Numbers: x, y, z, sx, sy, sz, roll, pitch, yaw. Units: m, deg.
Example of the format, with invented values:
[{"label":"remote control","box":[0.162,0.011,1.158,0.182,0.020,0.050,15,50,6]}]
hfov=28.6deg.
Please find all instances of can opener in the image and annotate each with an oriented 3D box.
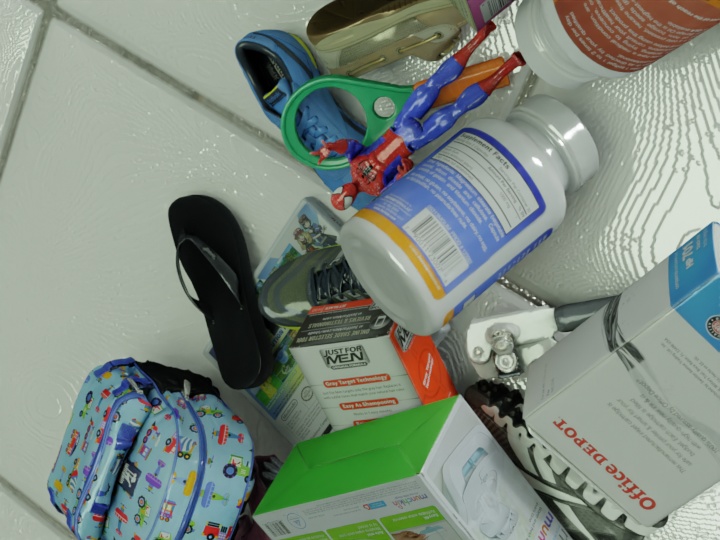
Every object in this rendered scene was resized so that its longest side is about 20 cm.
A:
[{"label":"can opener","box":[0.181,0.048,1.168,0.199,0.066,0.053,-12,95,22]}]

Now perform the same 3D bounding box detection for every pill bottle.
[{"label":"pill bottle","box":[0.205,-0.211,1.045,0.200,0.112,0.113,-29,84,54]},{"label":"pill bottle","box":[0.090,-0.050,1.118,0.200,0.112,0.112,-39,70,-17]}]

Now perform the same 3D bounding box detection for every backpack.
[{"label":"backpack","box":[-0.185,0.189,1.292,0.200,0.134,0.184,33,101,59]}]

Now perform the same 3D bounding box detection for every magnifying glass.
[{"label":"magnifying glass","box":[0.028,-0.141,1.199,0.199,0.022,0.080,-15,105,12]}]

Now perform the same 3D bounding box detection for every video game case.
[{"label":"video game case","box":[-0.037,0.065,1.310,0.182,0.022,0.200,43,117,16]}]

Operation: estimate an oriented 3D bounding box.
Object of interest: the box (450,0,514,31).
[{"label":"box","box":[0.092,-0.324,1.091,0.176,0.097,0.200,-39,79,4]}]

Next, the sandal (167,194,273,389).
[{"label":"sandal","box":[-0.135,0.014,1.324,0.076,0.043,0.201,-37,67,34]}]

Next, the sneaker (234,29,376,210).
[{"label":"sneaker","box":[-0.044,-0.127,1.249,0.066,0.078,0.201,-40,80,27]}]

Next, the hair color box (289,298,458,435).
[{"label":"hair color box","box":[0.030,0.120,1.211,0.101,0.061,0.201,-8,124,29]}]

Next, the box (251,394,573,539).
[{"label":"box","box":[0.043,0.217,1.170,0.199,0.097,0.177,-23,114,42]}]

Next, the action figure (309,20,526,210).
[{"label":"action figure","box":[0.038,-0.117,1.143,0.200,0.099,0.065,-45,82,19]}]

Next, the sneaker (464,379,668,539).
[{"label":"sneaker","box":[0.156,0.178,1.196,0.200,0.066,0.091,38,112,16]}]

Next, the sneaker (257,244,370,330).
[{"label":"sneaker","box":[0.000,0.000,1.219,0.199,0.081,0.074,-18,79,13]}]

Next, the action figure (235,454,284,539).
[{"label":"action figure","box":[-0.086,0.262,1.348,0.135,0.148,0.200,-100,29,-42]}]

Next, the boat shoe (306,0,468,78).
[{"label":"boat shoe","box":[0.055,-0.213,1.190,0.199,0.072,0.065,-17,127,20]}]

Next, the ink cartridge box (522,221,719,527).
[{"label":"ink cartridge box","box":[0.246,0.084,1.088,0.146,0.086,0.200,40,121,-15]}]
